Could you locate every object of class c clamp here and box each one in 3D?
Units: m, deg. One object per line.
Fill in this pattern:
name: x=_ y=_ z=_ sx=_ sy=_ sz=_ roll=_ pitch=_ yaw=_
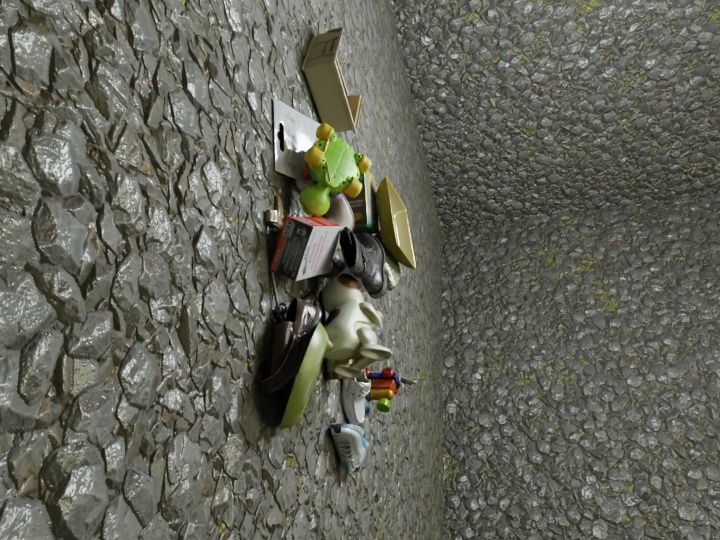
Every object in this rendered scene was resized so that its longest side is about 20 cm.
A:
c clamp: x=-0.128 y=0.093 z=1.085 sx=0.200 sy=0.026 sz=0.176 roll=10 pitch=75 yaw=-74

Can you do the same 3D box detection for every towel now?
towel: x=0.074 y=-0.034 z=1.446 sx=0.200 sy=0.036 sz=0.151 roll=-45 pitch=114 yaw=-72

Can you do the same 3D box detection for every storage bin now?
storage bin: x=-0.067 y=-0.502 z=1.405 sx=0.202 sy=0.091 sz=0.202 roll=68 pitch=22 yaw=-44

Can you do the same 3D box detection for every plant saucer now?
plant saucer: x=-0.098 y=0.197 z=0.973 sx=0.200 sy=0.030 sz=0.204 roll=20 pitch=89 yaw=-90
plant saucer: x=0.091 y=-0.119 z=1.424 sx=0.200 sy=0.047 sz=0.205 roll=44 pitch=36 yaw=-62

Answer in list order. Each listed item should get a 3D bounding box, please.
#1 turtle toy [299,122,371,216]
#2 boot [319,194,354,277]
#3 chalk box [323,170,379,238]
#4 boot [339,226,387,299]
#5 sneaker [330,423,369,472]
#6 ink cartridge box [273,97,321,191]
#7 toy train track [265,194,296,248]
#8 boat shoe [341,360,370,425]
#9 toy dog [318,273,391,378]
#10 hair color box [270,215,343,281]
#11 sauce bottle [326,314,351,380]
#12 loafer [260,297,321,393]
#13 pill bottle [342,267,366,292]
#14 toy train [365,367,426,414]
turtle toy: x=-0.070 y=-0.207 z=1.139 sx=0.145 sy=0.100 sz=0.203 roll=35 pitch=54 yaw=-21
boot: x=-0.075 y=-0.087 z=1.250 sx=0.145 sy=0.069 sz=0.205 roll=-30 pitch=106 yaw=-52
chalk box: x=-0.024 y=-0.154 z=1.380 sx=0.124 sy=0.121 sz=0.206 roll=18 pitch=68 yaw=-73
boot: x=0.001 y=-0.046 z=1.205 sx=0.174 sy=0.068 sz=0.203 roll=50 pitch=20 yaw=-50
sneaker: x=-0.025 y=0.430 z=1.261 sx=0.201 sy=0.073 sz=0.088 roll=64 pitch=30 yaw=-50
ink cartridge box: x=-0.141 y=-0.269 z=1.179 sx=0.198 sy=0.056 sz=0.167 roll=9 pitch=75 yaw=-53
toy train track: x=-0.140 y=-0.087 z=1.098 sx=0.200 sy=0.032 sz=0.118 roll=36 pitch=50 yaw=-71
boat shoe: x=-0.007 y=0.298 z=1.357 sx=0.070 sy=0.068 sz=0.205 roll=-9 pitch=91 yaw=-64
toy dog: x=-0.038 y=0.112 z=1.173 sx=0.191 sy=0.140 sz=0.204 roll=17 pitch=47 yaw=-29
hair color box: x=-0.106 y=-0.049 z=1.083 sx=0.200 sy=0.063 sz=0.113 roll=-19 pitch=130 yaw=-76
sauce bottle: x=-0.055 y=0.157 z=1.262 sx=0.066 sy=0.064 sz=0.206 roll=24 pitch=61 yaw=-72
loafer: x=-0.139 y=0.132 z=0.965 sx=0.071 sy=0.072 sz=0.202 roll=42 pitch=42 yaw=-21
pill bottle: x=0.000 y=0.000 z=1.429 sx=0.200 sy=0.109 sz=0.115 roll=-26 pitch=109 yaw=-73
toy train: x=0.076 y=0.333 z=1.430 sx=0.117 sy=0.195 sz=0.086 roll=-69 pitch=149 yaw=-49
